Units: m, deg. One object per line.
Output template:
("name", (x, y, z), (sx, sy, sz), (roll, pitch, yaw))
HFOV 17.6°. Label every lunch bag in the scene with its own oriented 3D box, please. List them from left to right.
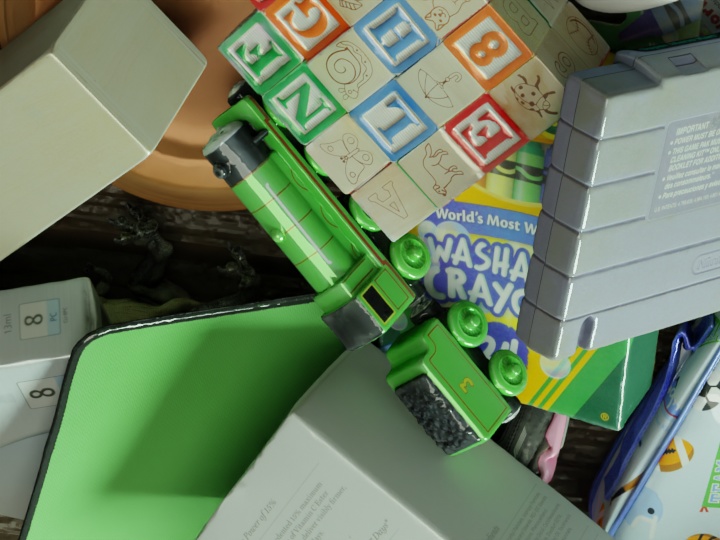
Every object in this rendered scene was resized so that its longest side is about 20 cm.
("lunch bag", (0.206, 0.090, 1.136), (0.160, 0.076, 0.201), (24, 116, -6))

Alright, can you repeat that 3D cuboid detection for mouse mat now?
("mouse mat", (-0.084, 0.087, 1.115), (0.160, 0.008, 0.200), (-8, 139, -32))

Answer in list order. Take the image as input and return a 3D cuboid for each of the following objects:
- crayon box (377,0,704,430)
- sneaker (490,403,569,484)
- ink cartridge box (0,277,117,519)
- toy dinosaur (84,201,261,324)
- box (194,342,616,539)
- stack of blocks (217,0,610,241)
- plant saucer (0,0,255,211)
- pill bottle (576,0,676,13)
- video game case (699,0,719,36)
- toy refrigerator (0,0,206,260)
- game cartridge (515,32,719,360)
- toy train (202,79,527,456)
("crayon box", (0.080, -0.038, 1.068), (0.125, 0.052, 0.201), (15, 118, 20))
("sneaker", (0.027, 0.113, 1.162), (0.095, 0.079, 0.200), (38, 111, -2))
("ink cartridge box", (-0.205, 0.075, 1.115), (0.199, 0.047, 0.160), (-10, 149, 3))
("toy dinosaur", (-0.086, 0.019, 1.130), (0.199, 0.048, 0.088), (7, 134, -2))
("box", (0.030, 0.151, 1.084), (0.200, 0.097, 0.125), (39, 119, 4))
("stack of blocks", (-0.005, -0.125, 0.987), (0.115, 0.059, 0.200), (-35, 102, 34))
("plant saucer", (-0.071, -0.115, 1.068), (0.199, 0.038, 0.201), (1, 117, 3))
("pill bottle", (0.100, -0.217, 0.968), (0.110, 0.111, 0.201), (-23, 112, 13))
("video game case", (0.253, -0.128, 1.056), (0.200, 0.018, 0.143), (-31, 112, 16))
("toy refrigerator", (-0.164, -0.048, 1.051), (0.200, 0.076, 0.070), (-32, 111, 36))
("game cartridge", (0.156, -0.042, 1.012), (0.199, 0.038, 0.130), (-14, 121, -38))
("toy train", (0.000, 0.000, 1.050), (0.200, 0.056, 0.042), (49, 140, -8))
